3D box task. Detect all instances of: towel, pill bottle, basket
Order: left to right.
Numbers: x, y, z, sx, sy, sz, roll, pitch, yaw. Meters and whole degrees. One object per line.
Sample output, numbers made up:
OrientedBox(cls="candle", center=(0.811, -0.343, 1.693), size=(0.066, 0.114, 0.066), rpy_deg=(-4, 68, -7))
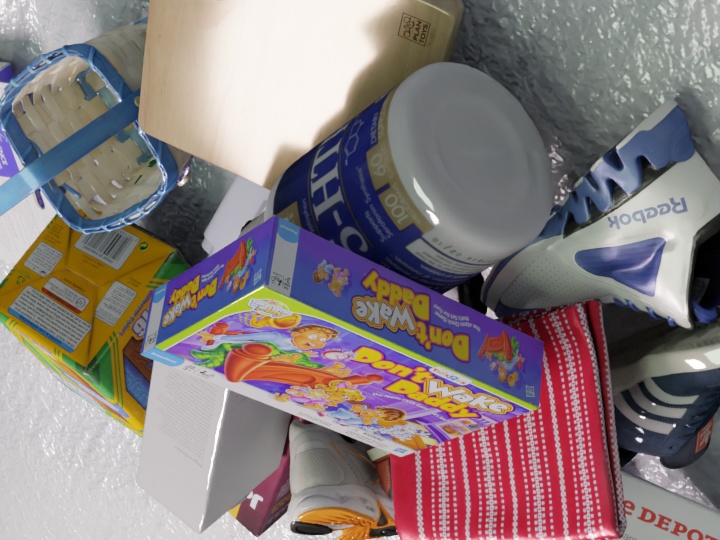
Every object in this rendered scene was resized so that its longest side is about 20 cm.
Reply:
OrientedBox(cls="basket", center=(-0.208, -0.093, 1.108), size=(0.176, 0.200, 0.140), rpy_deg=(-20, 104, 52))
OrientedBox(cls="pill bottle", center=(0.011, -0.031, 0.919), size=(0.200, 0.120, 0.120), rpy_deg=(-33, 94, 45))
OrientedBox(cls="towel", center=(0.083, 0.103, 0.948), size=(0.200, 0.022, 0.145), rpy_deg=(-16, 76, 51))

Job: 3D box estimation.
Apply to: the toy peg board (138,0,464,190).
OrientedBox(cls="toy peg board", center=(-0.031, -0.154, 0.992), size=(0.198, 0.098, 0.200), rpy_deg=(24, 138, 9))

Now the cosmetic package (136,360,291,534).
OrientedBox(cls="cosmetic package", center=(-0.099, 0.085, 1.089), size=(0.074, 0.102, 0.201), rpy_deg=(34, 132, 20))

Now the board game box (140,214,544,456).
OrientedBox(cls="board game box", center=(-0.010, 0.046, 0.889), size=(0.199, 0.045, 0.134), rpy_deg=(25, 148, -29))

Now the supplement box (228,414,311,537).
OrientedBox(cls="supplement box", center=(-0.079, 0.114, 1.236), size=(0.110, 0.086, 0.200), rpy_deg=(39, 140, 16))

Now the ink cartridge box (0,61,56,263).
OrientedBox(cls="ink cartridge box", center=(-0.328, -0.095, 1.357), size=(0.199, 0.043, 0.199), rpy_deg=(13, 128, 41))

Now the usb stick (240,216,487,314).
OrientedBox(cls="usb stick", center=(0.000, 0.000, 1.046), size=(0.199, 0.033, 0.056), rpy_deg=(13, 135, 34))

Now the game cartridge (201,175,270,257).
OrientedBox(cls="game cartridge", center=(-0.025, 0.003, 1.114), size=(0.200, 0.040, 0.134), rpy_deg=(45, 133, 13))

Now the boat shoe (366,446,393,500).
OrientedBox(cls="boat shoe", center=(0.073, 0.131, 1.057), size=(0.200, 0.071, 0.063), rpy_deg=(-31, 82, 56))

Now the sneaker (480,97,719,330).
OrientedBox(cls="sneaker", center=(0.161, -0.002, 0.907), size=(0.115, 0.080, 0.200), rpy_deg=(49, 140, 8))

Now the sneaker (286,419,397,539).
OrientedBox(cls="sneaker", center=(-0.002, 0.161, 1.172), size=(0.075, 0.200, 0.092), rpy_deg=(-12, 72, 14))

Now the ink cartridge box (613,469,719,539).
OrientedBox(cls="ink cartridge box", center=(0.147, 0.227, 0.977), size=(0.145, 0.201, 0.084), rpy_deg=(22, 174, 6))

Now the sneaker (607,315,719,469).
OrientedBox(cls="sneaker", center=(0.206, 0.076, 0.933), size=(0.085, 0.075, 0.200), rpy_deg=(55, 152, -2))

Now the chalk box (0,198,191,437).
OrientedBox(cls="chalk box", center=(-0.195, 0.053, 1.249), size=(0.124, 0.124, 0.200), rpy_deg=(27, 161, 28))
